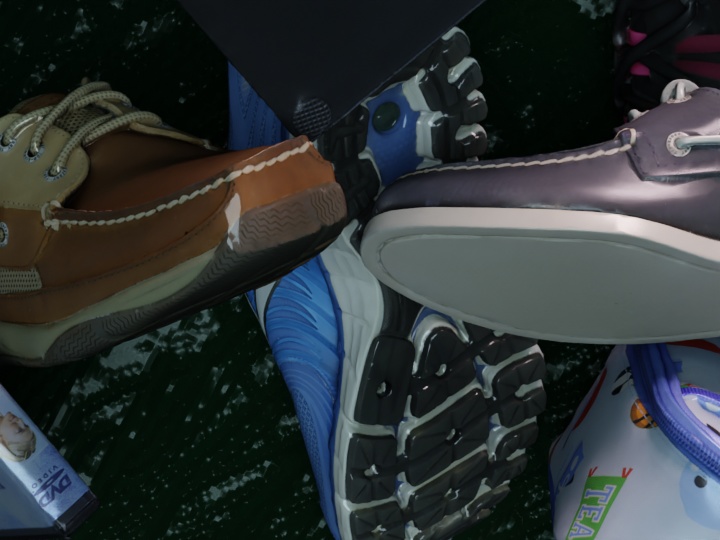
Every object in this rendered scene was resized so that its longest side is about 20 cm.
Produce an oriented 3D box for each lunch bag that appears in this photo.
[{"bbox_3d":[0.150,0.098,0.845,0.200,0.160,0.076,33,100,-6],"label":"lunch bag"}]

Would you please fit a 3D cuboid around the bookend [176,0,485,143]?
[{"bbox_3d":[-0.062,-0.167,0.798,0.092,0.199,0.200,-38,120,5],"label":"bookend"}]

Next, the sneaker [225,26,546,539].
[{"bbox_3d":[0.000,0.000,0.876,0.078,0.089,0.201,-21,120,-27],"label":"sneaker"}]

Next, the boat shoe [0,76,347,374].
[{"bbox_3d":[-0.083,-0.015,0.817,0.075,0.200,0.074,-22,94,-38],"label":"boat shoe"}]

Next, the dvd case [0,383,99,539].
[{"bbox_3d":[-0.163,0.001,0.835,0.018,0.143,0.200,-43,100,-20],"label":"dvd case"}]

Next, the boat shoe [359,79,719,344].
[{"bbox_3d":[0.099,-0.020,0.815,0.199,0.073,0.063,1,65,-1],"label":"boat shoe"}]

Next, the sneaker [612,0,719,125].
[{"bbox_3d":[0.107,-0.065,0.861,0.084,0.077,0.201,-30,95,6],"label":"sneaker"}]
